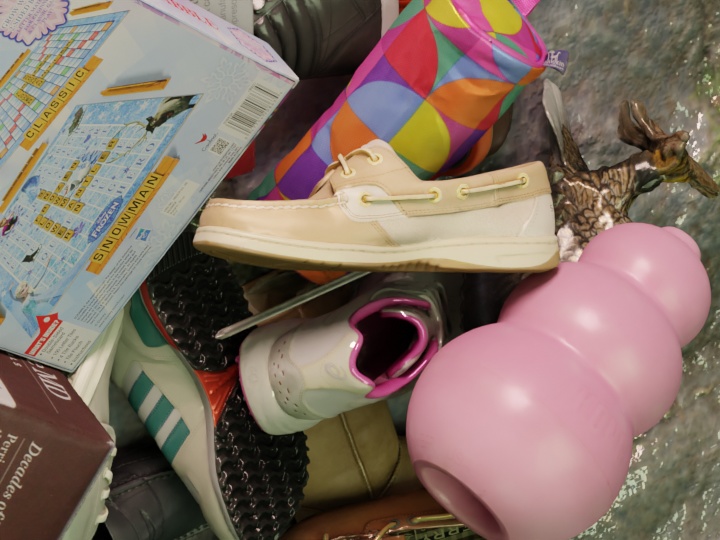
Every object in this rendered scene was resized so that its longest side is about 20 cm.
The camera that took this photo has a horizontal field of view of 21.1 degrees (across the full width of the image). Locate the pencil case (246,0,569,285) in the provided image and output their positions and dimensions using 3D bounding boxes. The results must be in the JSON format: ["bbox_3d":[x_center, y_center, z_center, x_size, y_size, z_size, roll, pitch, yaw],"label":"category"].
[{"bbox_3d":[0.022,-0.080,1.077,0.088,0.088,0.200,24,123,-35],"label":"pencil case"}]

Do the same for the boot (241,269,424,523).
[{"bbox_3d":[0.009,0.078,1.186,0.175,0.066,0.200,-30,120,-17],"label":"boot"}]

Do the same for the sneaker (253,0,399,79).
[{"bbox_3d":[-0.038,-0.187,1.048,0.099,0.071,0.200,-23,123,-26],"label":"sneaker"}]

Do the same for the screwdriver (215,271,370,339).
[{"bbox_3d":[0.000,0.000,1.066,0.200,0.029,0.028,-23,101,-27],"label":"screwdriver"}]

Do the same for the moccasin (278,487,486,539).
[{"bbox_3d":[0.018,0.181,1.159,0.201,0.078,0.074,-12,117,-13],"label":"moccasin"}]

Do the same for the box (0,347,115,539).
[{"bbox_3d":[-0.267,0.089,0.964,0.200,0.166,0.164,25,98,-35],"label":"box"}]

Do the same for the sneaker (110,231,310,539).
[{"bbox_3d":[-0.098,0.068,1.101,0.070,0.093,0.200,-36,117,-36],"label":"sneaker"}]

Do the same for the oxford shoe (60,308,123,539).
[{"bbox_3d":[-0.161,0.110,1.041,0.058,0.075,0.200,20,82,-25],"label":"oxford shoe"}]

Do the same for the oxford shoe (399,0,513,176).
[{"bbox_3d":[0.054,-0.160,1.129,0.073,0.071,0.200,-30,123,-51],"label":"oxford shoe"}]

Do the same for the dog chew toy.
[{"bbox_3d":[0.117,0.054,1.055,0.200,0.125,0.125,-47,125,-18],"label":"dog chew toy"}]

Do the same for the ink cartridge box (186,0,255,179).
[{"bbox_3d":[-0.161,-0.100,0.987,0.200,0.083,0.146,-19,133,-23],"label":"ink cartridge box"}]

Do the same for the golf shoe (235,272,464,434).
[{"bbox_3d":[0.022,0.039,1.094,0.200,0.092,0.075,-27,99,-48],"label":"golf shoe"}]

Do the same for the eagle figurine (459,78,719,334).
[{"bbox_3d":[0.131,-0.004,1.174,0.152,0.151,0.200,40,93,-25],"label":"eagle figurine"}]

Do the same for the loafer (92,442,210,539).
[{"bbox_3d":[-0.146,0.151,1.118,0.201,0.070,0.068,-14,122,-25],"label":"loafer"}]

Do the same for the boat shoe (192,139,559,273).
[{"bbox_3d":[0.009,-0.034,1.016,0.200,0.074,0.069,1,89,-22],"label":"boat shoe"}]

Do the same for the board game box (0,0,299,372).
[{"bbox_3d":[-0.161,-0.059,0.926,0.200,0.041,0.200,25,110,-47],"label":"board game box"}]
